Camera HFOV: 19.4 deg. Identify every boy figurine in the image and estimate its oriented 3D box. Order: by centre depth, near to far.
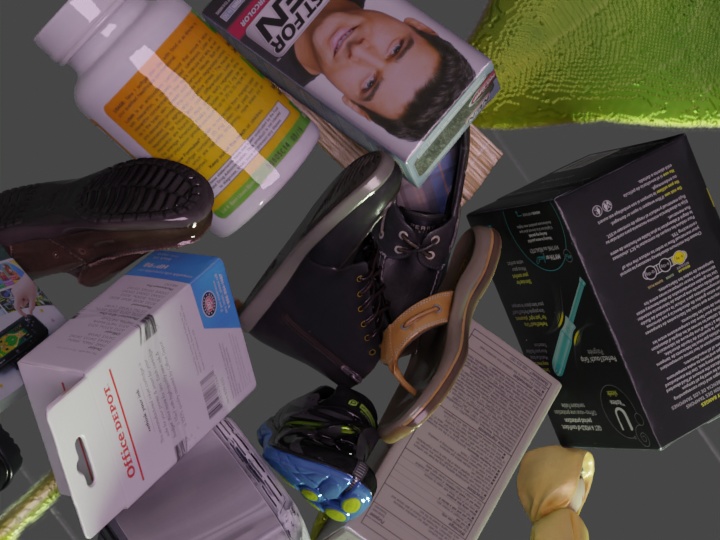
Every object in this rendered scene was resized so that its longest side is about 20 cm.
[{"bbox_3d":[0.166,0.231,1.614,0.064,0.124,0.200,-16,62,14],"label":"boy figurine"}]

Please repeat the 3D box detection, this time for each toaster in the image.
[{"bbox_3d":[-0.117,0.193,1.526,0.129,0.200,0.114,-28,134,-14],"label":"toaster"}]

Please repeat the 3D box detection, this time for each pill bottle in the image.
[{"bbox_3d":[-0.136,-0.129,1.534,0.200,0.111,0.111,43,83,-10],"label":"pill bottle"}]

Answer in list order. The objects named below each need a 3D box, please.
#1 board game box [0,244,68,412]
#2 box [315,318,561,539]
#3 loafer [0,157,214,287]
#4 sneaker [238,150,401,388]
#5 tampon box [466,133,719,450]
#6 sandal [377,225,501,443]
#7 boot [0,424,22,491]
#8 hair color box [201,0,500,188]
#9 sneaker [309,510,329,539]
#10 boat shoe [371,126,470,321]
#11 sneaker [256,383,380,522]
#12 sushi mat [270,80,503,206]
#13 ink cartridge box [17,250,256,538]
[{"bbox_3d":[-0.315,0.020,1.468,0.200,0.064,0.148,48,42,2],"label":"board game box"},{"bbox_3d":[0.057,0.145,1.562,0.095,0.078,0.200,37,61,-6],"label":"box"},{"bbox_3d":[-0.184,-0.030,1.516,0.071,0.200,0.073,63,37,-34],"label":"loafer"},{"bbox_3d":[0.000,0.000,1.543,0.106,0.200,0.075,34,42,-8],"label":"sneaker"},{"bbox_3d":[0.197,0.019,1.581,0.126,0.150,0.200,-26,98,-23],"label":"tampon box"},{"bbox_3d":[0.047,0.041,1.527,0.054,0.080,0.200,31,56,-13],"label":"sandal"},{"bbox_3d":[-0.334,0.128,1.472,0.073,0.162,0.198,-32,105,34],"label":"boot"},{"bbox_3d":[-0.007,-0.161,1.544,0.200,0.061,0.099,37,83,18],"label":"hair color box"},{"bbox_3d":[-0.025,0.238,1.588,0.074,0.084,0.200,31,66,-9],"label":"sneaker"},{"bbox_3d":[0.042,-0.039,1.590,0.069,0.057,0.200,9,96,-7],"label":"boat shoe"},{"bbox_3d":[-0.024,0.121,1.518,0.083,0.200,0.071,-46,103,-1],"label":"sneaker"},{"bbox_3d":[0.010,-0.121,1.616,0.200,0.012,0.096,44,83,-10],"label":"sushi mat"},{"bbox_3d":[-0.167,0.084,1.487,0.200,0.067,0.116,-42,130,-43],"label":"ink cartridge box"}]
